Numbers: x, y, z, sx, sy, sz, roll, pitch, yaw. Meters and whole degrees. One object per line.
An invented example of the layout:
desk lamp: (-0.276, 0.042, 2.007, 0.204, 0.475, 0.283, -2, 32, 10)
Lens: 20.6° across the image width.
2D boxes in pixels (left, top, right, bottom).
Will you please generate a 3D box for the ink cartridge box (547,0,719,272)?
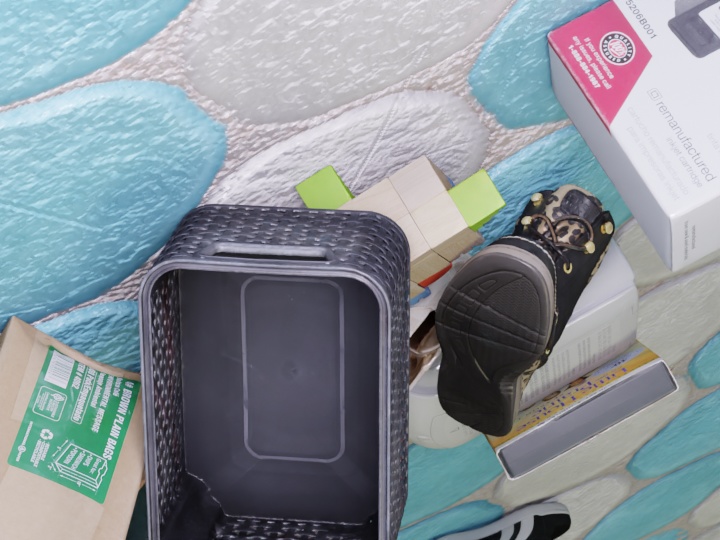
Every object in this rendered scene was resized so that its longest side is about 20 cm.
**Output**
ink cartridge box: (0.232, -0.115, 1.160, 0.200, 0.145, 0.083, -29, 155, -4)

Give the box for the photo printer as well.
photo printer: (0.107, 0.058, 1.464, 0.200, 0.069, 0.166, -30, 160, -3)

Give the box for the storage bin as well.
storage bin: (-0.045, 0.073, 1.102, 0.135, 0.200, 0.094, 3, -158, 7)

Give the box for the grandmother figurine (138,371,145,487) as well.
grandmother figurine: (-0.167, 0.138, 1.289, 0.200, 0.061, 0.121, -48, 179, 22)

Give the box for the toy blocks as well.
toy blocks: (0.000, 0.000, 1.209, 0.200, 0.100, 0.137, -33, 169, 7)

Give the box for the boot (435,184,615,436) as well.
boot: (0.111, 0.003, 1.282, 0.151, 0.073, 0.200, -58, 163, -31)

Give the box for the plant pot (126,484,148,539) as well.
plant pot: (-0.130, 0.215, 1.423, 0.141, 0.141, 0.200, -6, 140, -45)

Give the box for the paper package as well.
paper package: (-0.204, 0.163, 1.115, 0.103, 0.200, 0.191, 26, 134, -14)

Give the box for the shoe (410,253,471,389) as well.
shoe: (0.027, 0.054, 1.288, 0.200, 0.053, 0.070, -44, 139, -38)

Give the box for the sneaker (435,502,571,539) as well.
sneaker: (0.151, 0.310, 1.991, 0.200, 0.112, 0.073, -13, 153, -35)

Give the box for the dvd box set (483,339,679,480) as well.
dvd box set: (0.163, 0.101, 1.559, 0.146, 0.029, 0.200, -29, -174, 1)
